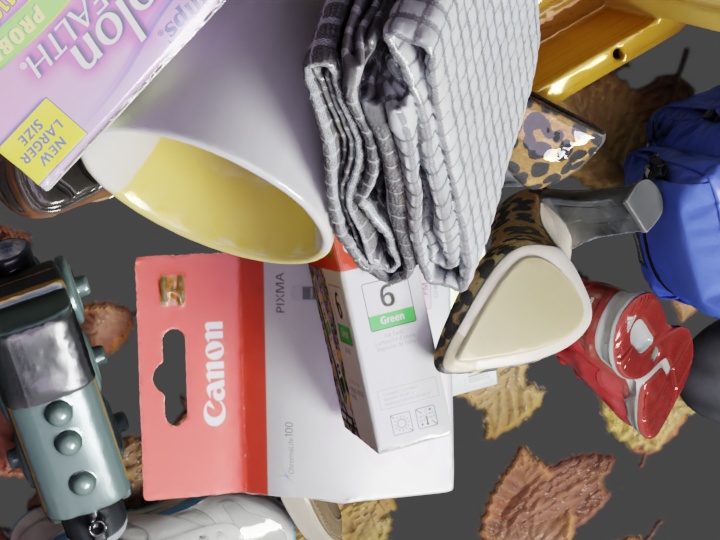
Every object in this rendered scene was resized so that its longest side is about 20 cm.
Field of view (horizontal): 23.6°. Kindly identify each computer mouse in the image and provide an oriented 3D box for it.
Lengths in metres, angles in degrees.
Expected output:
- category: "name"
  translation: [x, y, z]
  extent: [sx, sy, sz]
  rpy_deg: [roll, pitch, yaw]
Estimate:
- category: "computer mouse"
  translation: [0.336, 0.069, 1.298]
  extent: [0.198, 0.053, 0.140]
  rpy_deg: [-10, 118, -14]

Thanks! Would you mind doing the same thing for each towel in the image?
- category: "towel"
  translation: [0.031, -0.110, 0.896]
  extent: [0.085, 0.167, 0.201]
  rpy_deg: [9, 148, 18]

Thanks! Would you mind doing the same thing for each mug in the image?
- category: "mug"
  translation: [-0.067, -0.102, 0.976]
  extent: [0.148, 0.186, 0.154]
  rpy_deg: [25, 70, -14]

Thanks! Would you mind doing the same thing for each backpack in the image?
- category: "backpack"
  translation: [0.257, -0.051, 1.133]
  extent: [0.166, 0.200, 0.164]
  rpy_deg: [-11, 102, -9]

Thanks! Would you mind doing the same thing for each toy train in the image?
- category: "toy train"
  translation: [-0.194, 0.081, 1.088]
  extent: [0.084, 0.114, 0.202]
  rpy_deg: [-17, 118, -10]

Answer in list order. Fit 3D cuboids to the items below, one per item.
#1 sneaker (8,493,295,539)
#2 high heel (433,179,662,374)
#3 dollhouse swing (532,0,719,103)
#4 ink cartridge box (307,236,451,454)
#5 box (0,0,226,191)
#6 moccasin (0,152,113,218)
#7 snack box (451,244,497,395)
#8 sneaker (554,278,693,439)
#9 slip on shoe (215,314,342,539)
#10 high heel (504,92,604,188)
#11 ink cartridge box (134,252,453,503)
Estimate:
- category: "sneaker"
  translation: [-0.137, 0.200, 1.183]
  extent: [0.198, 0.081, 0.077]
  rpy_deg: [-6, 114, -17]
- category: "high heel"
  translation: [0.082, 0.010, 1.065]
  extent: [0.200, 0.142, 0.072]
  rpy_deg: [-38, 107, -32]
- category: "dollhouse swing"
  translation: [0.122, -0.193, 1.034]
  extent: [0.181, 0.176, 0.201]
  rpy_deg: [-30, 121, -4]
- category: "ink cartridge box"
  translation: [0.000, 0.000, 1.031]
  extent: [0.050, 0.109, 0.202]
  rpy_deg: [-14, 96, -11]
- category: "box"
  translation: [-0.158, -0.169, 0.935]
  extent: [0.176, 0.200, 0.097]
  rpy_deg: [-45, 119, 6]
- category: "moccasin"
  translation: [-0.132, -0.083, 1.058]
  extent: [0.200, 0.078, 0.074]
  rpy_deg: [-31, 106, -24]
- category: "snack box"
  translation: [0.027, -0.001, 1.169]
  extent: [0.115, 0.037, 0.202]
  rpy_deg: [-14, 117, -13]
- category: "sneaker"
  translation: [0.165, 0.047, 1.229]
  extent: [0.079, 0.115, 0.200]
  rpy_deg: [-57, 151, -15]
- category: "slip on shoe"
  translation: [-0.041, 0.102, 1.176]
  extent: [0.060, 0.076, 0.202]
  rpy_deg: [-22, 112, -1]
- category: "high heel"
  translation: [0.069, -0.143, 1.048]
  extent: [0.141, 0.072, 0.202]
  rpy_deg: [-6, 114, 12]
- category: "ink cartridge box"
  translation: [-0.039, 0.067, 1.104]
  extent: [0.198, 0.057, 0.165]
  rpy_deg: [-4, 97, -21]
